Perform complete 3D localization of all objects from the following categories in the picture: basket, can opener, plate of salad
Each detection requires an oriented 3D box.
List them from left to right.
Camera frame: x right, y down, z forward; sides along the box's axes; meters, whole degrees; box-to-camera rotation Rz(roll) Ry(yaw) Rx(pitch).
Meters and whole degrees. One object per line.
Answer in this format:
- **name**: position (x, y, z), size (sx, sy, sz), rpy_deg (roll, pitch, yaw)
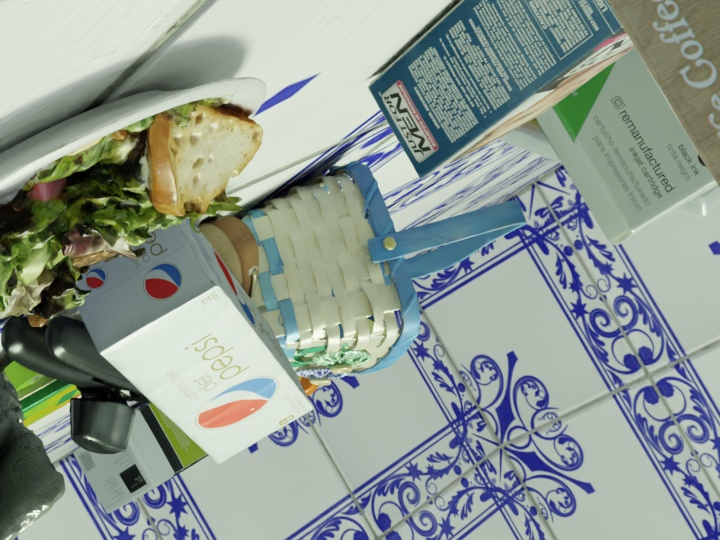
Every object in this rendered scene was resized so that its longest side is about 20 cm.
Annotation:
- **plate of salad**: position (-0.116, -0.010, 0.592), size (0.199, 0.048, 0.200), rpy_deg (-31, 178, -1)
- **can opener**: position (-0.161, 0.060, 0.973), size (0.063, 0.079, 0.200), rpy_deg (-7, 162, 5)
- **basket**: position (0.000, 0.000, 1.109), size (0.199, 0.140, 0.176), rpy_deg (-20, 173, -18)

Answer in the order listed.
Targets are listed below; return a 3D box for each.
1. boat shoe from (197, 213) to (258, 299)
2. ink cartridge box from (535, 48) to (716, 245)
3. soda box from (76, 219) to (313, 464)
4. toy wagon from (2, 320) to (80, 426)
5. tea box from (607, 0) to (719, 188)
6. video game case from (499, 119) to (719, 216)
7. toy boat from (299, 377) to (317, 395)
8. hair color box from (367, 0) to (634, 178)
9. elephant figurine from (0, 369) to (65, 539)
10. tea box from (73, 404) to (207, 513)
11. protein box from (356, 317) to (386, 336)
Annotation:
- **boat shoe**: position (-0.098, 0.013, 0.992), size (0.072, 0.076, 0.200), rpy_deg (-32, 180, -15)
- **ink cartridge box**: position (0.212, -0.130, 1.006), size (0.199, 0.147, 0.083), rpy_deg (-32, 176, -2)
- **soda box**: position (-0.088, 0.036, 0.845), size (0.068, 0.064, 0.200), rpy_deg (-30, 154, -1)
- **toy wagon**: position (-0.227, 0.077, 1.095), size (0.155, 0.040, 0.200), rpy_deg (-30, 178, -22)
- **tea box**: position (0.152, -0.131, 0.382), size (0.196, 0.134, 0.200), rpy_deg (-31, 178, 24)
- **video game case**: position (0.224, -0.122, 1.148), size (0.182, 0.022, 0.199), rpy_deg (-37, -139, -26)
- **toy boat**: position (-0.086, 0.073, 1.658), size (0.130, 0.131, 0.200), rpy_deg (-32, 178, 21)
- **hair color box**: position (0.096, -0.121, 0.770), size (0.100, 0.061, 0.200), rpy_deg (-29, 178, -31)
- **elephant figurine**: position (-0.202, 0.078, 0.710), size (0.200, 0.154, 0.142), rpy_deg (-42, 142, -39)
- **tea box**: position (-0.369, 0.311, 2.841), size (0.196, 0.134, 0.200), rpy_deg (-28, 176, -40)
- **protein box**: position (-0.086, 0.120, 2.576), size (0.200, 0.135, 0.198), rpy_deg (-34, 177, 41)
